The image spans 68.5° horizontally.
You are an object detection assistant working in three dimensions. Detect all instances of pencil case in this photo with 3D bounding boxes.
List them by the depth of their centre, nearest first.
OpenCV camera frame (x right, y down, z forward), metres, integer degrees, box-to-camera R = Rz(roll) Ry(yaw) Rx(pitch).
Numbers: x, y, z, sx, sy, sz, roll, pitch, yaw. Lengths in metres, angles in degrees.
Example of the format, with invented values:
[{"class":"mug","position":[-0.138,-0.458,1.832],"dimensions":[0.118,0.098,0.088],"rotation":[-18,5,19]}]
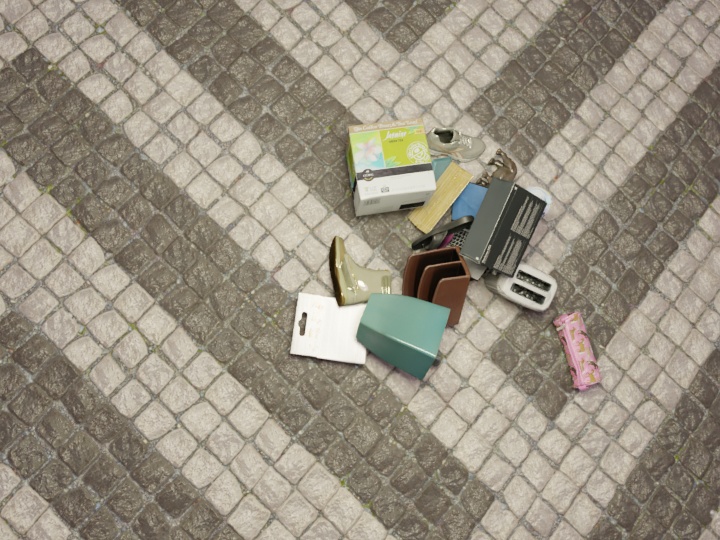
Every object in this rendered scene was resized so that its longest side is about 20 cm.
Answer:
[{"class":"pencil case","position":[0.439,-0.170,1.430],"dimensions":[0.090,0.200,0.084],"rotation":[-29,90,-6]},{"class":"pencil case","position":[0.587,0.216,1.434],"dimensions":[0.085,0.083,0.204],"rotation":[-14,82,-10]}]

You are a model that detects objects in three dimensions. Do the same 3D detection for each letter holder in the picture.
[{"class":"letter holder","position":[0.185,0.050,1.345],"dimensions":[0.139,0.202,0.102],"rotation":[-8,50,-8]}]

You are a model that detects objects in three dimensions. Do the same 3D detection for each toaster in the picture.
[{"class":"toaster","position":[0.437,0.040,1.416],"dimensions":[0.197,0.129,0.115],"rotation":[26,95,-2]}]

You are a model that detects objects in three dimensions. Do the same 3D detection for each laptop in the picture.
[{"class":"laptop","position":[0.279,-0.112,1.395],"dimensions":[0.186,0.116,0.201],"rotation":[28,74,43]}]

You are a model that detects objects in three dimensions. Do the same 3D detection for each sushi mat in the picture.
[{"class":"sushi mat","position":[0.216,-0.197,1.438],"dimensions":[0.201,0.012,0.096],"rotation":[-52,48,11]}]

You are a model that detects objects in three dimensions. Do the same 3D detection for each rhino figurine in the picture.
[{"class":"rhino figurine","position":[0.378,-0.242,1.508],"dimensions":[0.087,0.060,0.202],"rotation":[33,79,-2]}]

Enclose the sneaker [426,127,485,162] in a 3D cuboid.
[{"class":"sneaker","position":[0.272,-0.361,1.495],"dimensions":[0.196,0.092,0.077],"rotation":[0,78,-16]}]

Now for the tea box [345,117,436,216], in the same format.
[{"class":"tea box","position":[0.073,-0.265,1.367],"dimensions":[0.196,0.134,0.200],"rotation":[-9,78,-7]}]

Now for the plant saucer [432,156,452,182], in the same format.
[{"class":"plant saucer","position":[0.212,-0.222,1.486],"dimensions":[0.019,0.069,0.204],"rotation":[25,74,-43]}]

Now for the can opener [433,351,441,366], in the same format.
[{"class":"can opener","position":[0.119,0.206,1.402],"dimensions":[0.197,0.053,0.067],"rotation":[20,112,-1]}]

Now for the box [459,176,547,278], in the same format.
[{"class":"box","position":[0.344,-0.102,1.277],"dimensions":[0.140,0.079,0.203],"rotation":[18,99,-39]}]

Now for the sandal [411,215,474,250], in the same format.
[{"class":"sandal","position":[0.215,-0.085,1.397],"dimensions":[0.075,0.199,0.049],"rotation":[-3,72,-50]}]

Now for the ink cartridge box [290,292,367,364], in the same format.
[{"class":"ink cartridge box","position":[-0.075,0.153,1.386],"dimensions":[0.196,0.050,0.164],"rotation":[8,78,-3]}]

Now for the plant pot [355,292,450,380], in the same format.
[{"class":"plant pot","position":[0.097,0.147,1.312],"dimensions":[0.197,0.142,0.143],"rotation":[22,56,5]}]

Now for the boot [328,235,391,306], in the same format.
[{"class":"boot","position":[0.000,0.000,1.407],"dimensions":[0.152,0.072,0.203],"rotation":[0,59,-18]}]
